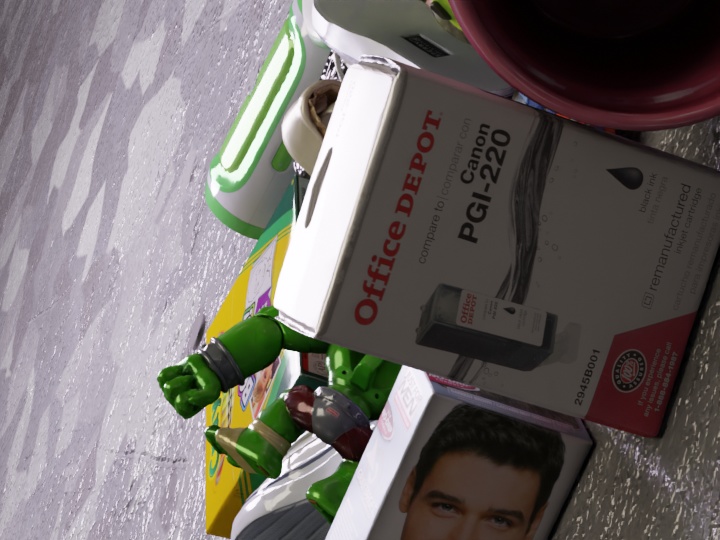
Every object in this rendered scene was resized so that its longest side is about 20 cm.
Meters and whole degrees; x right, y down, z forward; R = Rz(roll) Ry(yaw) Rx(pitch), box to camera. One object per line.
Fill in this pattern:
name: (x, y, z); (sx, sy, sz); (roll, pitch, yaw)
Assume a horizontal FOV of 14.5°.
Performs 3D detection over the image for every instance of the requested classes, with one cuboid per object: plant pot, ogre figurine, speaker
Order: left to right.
speaker: (-0.044, -0.119, 2.083); (0.089, 0.088, 0.200); (-97, 30, -52)
ogre figurine: (-0.007, 0.086, 1.665); (0.120, 0.200, 0.098); (-52, -27, -14)
plant pot: (0.137, -0.176, 1.465); (0.179, 0.199, 0.201); (-87, 17, -83)

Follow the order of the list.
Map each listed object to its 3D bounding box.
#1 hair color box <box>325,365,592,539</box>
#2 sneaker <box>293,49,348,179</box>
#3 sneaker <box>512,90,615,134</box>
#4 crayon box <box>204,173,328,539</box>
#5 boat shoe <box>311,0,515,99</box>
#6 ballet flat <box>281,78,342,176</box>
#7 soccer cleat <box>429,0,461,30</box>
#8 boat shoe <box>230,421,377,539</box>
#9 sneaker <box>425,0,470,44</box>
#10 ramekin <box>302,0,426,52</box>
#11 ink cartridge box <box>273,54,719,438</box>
hair color box: (0.039, 0.153, 1.563); (0.061, 0.099, 0.201); (-114, 45, -64)
sneaker: (0.026, -0.108, 1.833); (0.060, 0.104, 0.200); (-116, 46, -63)
sneaker: (0.121, -0.060, 1.584); (0.075, 0.078, 0.200); (73, -147, -54)
crayon box: (-0.054, 0.064, 1.985); (0.200, 0.058, 0.173); (-93, 27, -46)
boat shoe: (0.031, -0.104, 1.699); (0.202, 0.074, 0.086); (36, 130, 49)
ballet flat: (0.037, -0.040, 1.622); (0.070, 0.200, 0.070); (-48, -12, -14)
soccer cleat: (0.051, -0.236, 1.655); (0.065, 0.201, 0.084); (-11, 18, 41)
boat shoe: (-0.011, 0.128, 1.799); (0.200, 0.073, 0.067); (-34, 38, 44)
sneaker: (0.081, -0.200, 1.785); (0.201, 0.075, 0.105); (-62, 32, 9)
ramekin: (0.038, -0.223, 1.912); (0.200, 0.097, 0.201); (-162, 90, -72)
ink cartridge box: (0.074, -0.012, 1.450); (0.085, 0.199, 0.146); (-154, 81, -73)
